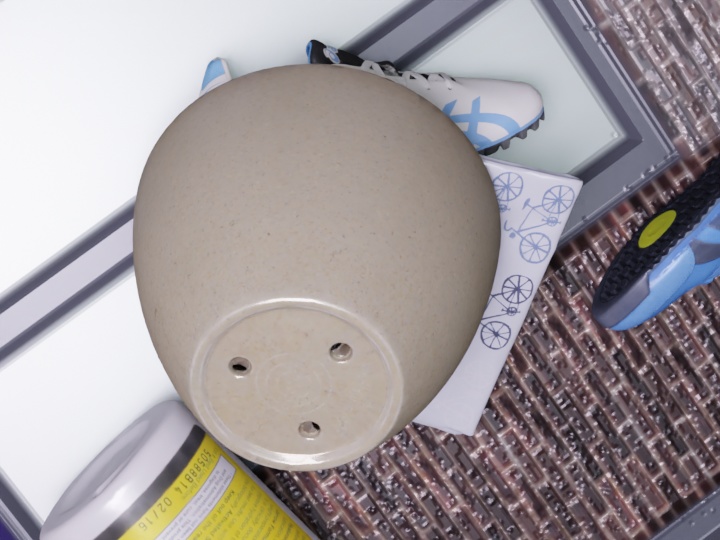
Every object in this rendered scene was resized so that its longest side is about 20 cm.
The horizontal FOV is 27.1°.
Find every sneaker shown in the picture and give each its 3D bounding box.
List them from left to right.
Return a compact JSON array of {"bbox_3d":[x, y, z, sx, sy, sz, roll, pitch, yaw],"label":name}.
[{"bbox_3d":[0.008,-0.094,0.840,0.199,0.072,0.073,-5,108,-9],"label":"sneaker"},{"bbox_3d":[0.226,-0.025,0.886,0.200,0.066,0.078,-45,105,-1],"label":"sneaker"}]

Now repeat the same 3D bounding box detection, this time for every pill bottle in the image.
[{"bbox_3d":[-0.074,0.178,0.842,0.111,0.111,0.200,-44,101,-1],"label":"pill bottle"}]

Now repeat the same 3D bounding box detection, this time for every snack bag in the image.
[{"bbox_3d":[0.000,0.000,0.838,0.199,0.021,0.189,16,121,-10],"label":"snack bag"}]

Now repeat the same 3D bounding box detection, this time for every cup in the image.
[{"bbox_3d":[-0.027,0.016,0.754,0.199,0.143,0.201,1,121,2],"label":"cup"}]
